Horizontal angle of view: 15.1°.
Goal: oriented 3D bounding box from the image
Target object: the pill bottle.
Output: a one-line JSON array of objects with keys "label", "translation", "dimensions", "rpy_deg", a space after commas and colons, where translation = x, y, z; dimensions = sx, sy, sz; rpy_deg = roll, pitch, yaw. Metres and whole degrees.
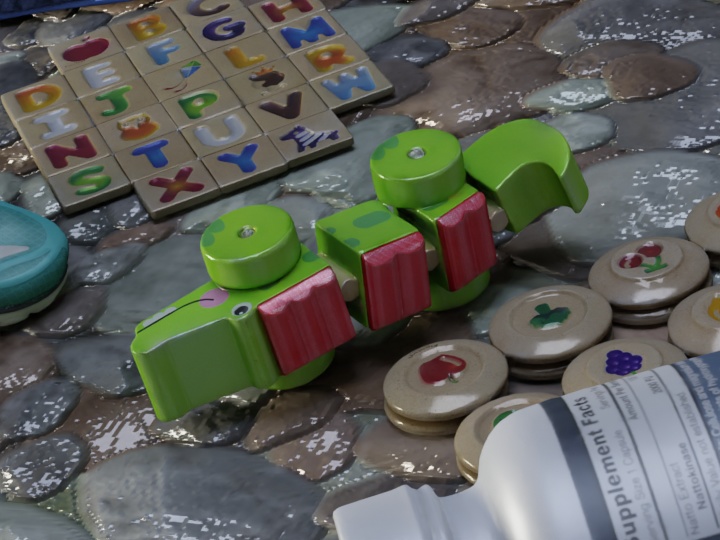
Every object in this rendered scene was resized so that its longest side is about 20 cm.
[{"label": "pill bottle", "translation": [0.098, 0.091, 0.844], "dimensions": [0.199, 0.120, 0.120], "rpy_deg": [-16, 31, -2]}]

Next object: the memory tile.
[{"label": "memory tile", "translation": [0.120, 0.030, 1.033], "dimensions": [0.199, 0.017, 0.153], "rpy_deg": [-27, 34, -21]}]

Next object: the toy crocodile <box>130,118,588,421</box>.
[{"label": "toy crocodile", "translation": [0.000, 0.000, 1.079], "dimensions": [0.199, 0.068, 0.062], "rpy_deg": [-27, 34, -20]}]

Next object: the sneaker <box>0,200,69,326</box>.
[{"label": "sneaker", "translation": [-0.214, -0.033, 1.148], "dimensions": [0.199, 0.080, 0.078], "rpy_deg": [20, 40, -15]}]

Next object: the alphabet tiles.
[{"label": "alphabet tiles", "translation": [-0.081, -0.085, 1.307], "dimensions": [0.165, 0.006, 0.200], "rpy_deg": [-21, 32, -10]}]

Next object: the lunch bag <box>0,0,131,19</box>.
[{"label": "lunch bag", "translation": [-0.166, -0.223, 1.438], "dimensions": [0.198, 0.137, 0.133], "rpy_deg": [-6, 32, 12]}]
